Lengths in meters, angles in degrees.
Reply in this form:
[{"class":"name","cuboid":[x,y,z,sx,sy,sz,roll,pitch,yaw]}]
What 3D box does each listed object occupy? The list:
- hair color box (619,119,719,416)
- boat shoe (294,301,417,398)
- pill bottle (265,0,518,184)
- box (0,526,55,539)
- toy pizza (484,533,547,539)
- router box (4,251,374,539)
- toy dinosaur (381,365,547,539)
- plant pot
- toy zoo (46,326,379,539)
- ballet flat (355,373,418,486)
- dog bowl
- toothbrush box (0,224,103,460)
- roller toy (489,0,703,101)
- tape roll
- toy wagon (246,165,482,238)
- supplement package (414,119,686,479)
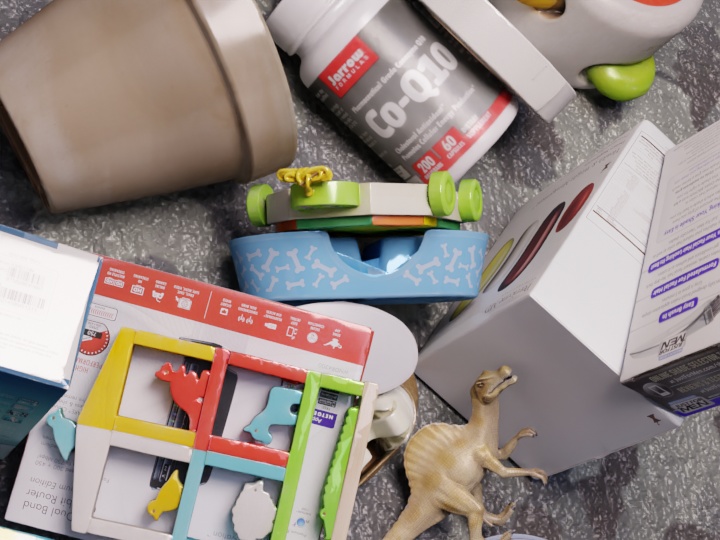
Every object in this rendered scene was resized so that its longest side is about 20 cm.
[{"class":"hair color box","cuboid":[0.250,-0.010,0.838,0.065,0.109,0.200,29,61,-16]},{"class":"boat shoe","cuboid":[-0.060,0.065,0.896,0.200,0.066,0.072,-6,85,-19]},{"class":"pill bottle","cuboid":[0.023,-0.164,1.008,0.200,0.114,0.114,43,58,-6]},{"class":"box","cuboid":[-0.242,0.201,0.766,0.200,0.049,0.082,20,63,-20]},{"class":"toy pizza","cuboid":[0.121,0.301,0.924,0.200,0.032,0.200,10,67,-24]},{"class":"router box","cuboid":[-0.109,0.100,0.811,0.200,0.049,0.180,15,82,-4]},{"class":"toy dinosaur","cuboid":[0.072,0.166,0.925,0.101,0.058,0.200,34,91,-2]},{"class":"plant pot","cuboid":[-0.167,-0.129,0.871,0.173,0.200,0.200,-28,84,-15]},{"class":"toy zoo","cuboid":[-0.099,0.114,0.775,0.200,0.020,0.131,14,82,-5]},{"class":"ballet flat","cuboid":[-0.007,0.130,0.900,0.200,0.072,0.068,-40,100,-33]},{"class":"dog bowl","cuboid":[0.000,0.000,0.927,0.200,0.111,0.050,0,85,-13]},{"class":"toothbrush box","cuboid":[-0.256,0.039,0.735,0.146,0.200,0.085,19,62,-19]},{"class":"roller toy","cuboid":[0.218,-0.277,1.137,0.200,0.140,0.183,29,60,-14]},{"class":"tape roll","cuboid":[0.099,-0.203,1.030,0.203,0.203,0.037,44,100,-6]},{"class":"toy wagon","cuboid":[-0.004,-0.047,0.896,0.200,0.155,0.040,2,86,-68]},{"class":"supplement package","cuboid":[0.179,0.027,0.966,0.147,0.191,0.200,41,57,-6]}]
